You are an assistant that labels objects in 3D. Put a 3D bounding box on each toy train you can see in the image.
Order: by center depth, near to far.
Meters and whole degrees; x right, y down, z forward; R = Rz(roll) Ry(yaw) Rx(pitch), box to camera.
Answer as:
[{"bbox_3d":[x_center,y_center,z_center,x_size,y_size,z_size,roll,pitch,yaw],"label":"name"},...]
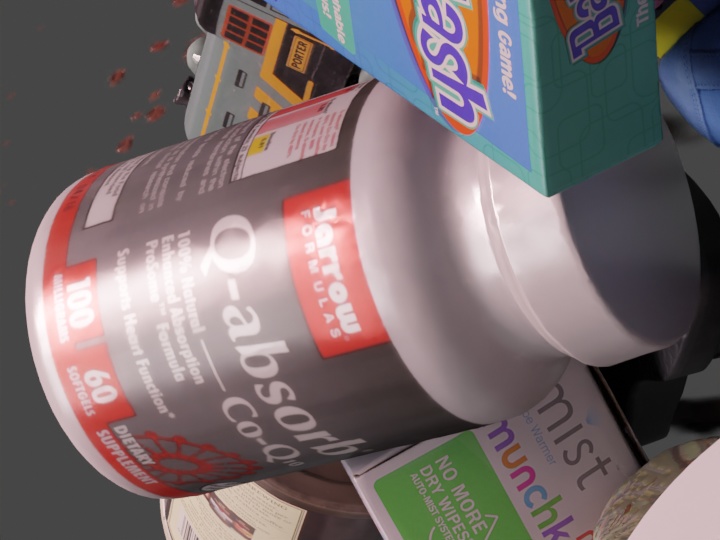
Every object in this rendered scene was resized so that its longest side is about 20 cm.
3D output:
[{"bbox_3d":[-0.008,-0.076,0.906,0.113,0.086,0.200,26,155,1],"label":"toy train"}]

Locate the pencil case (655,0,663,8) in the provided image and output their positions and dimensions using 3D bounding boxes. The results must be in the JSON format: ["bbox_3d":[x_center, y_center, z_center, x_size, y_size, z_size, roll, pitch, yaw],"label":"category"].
[{"bbox_3d":[0.078,-0.129,0.721,0.200,0.086,0.083,131,120,-70],"label":"pencil case"}]

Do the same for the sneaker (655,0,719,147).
[{"bbox_3d":[0.139,-0.072,0.667,0.079,0.066,0.200,54,162,3],"label":"sneaker"}]

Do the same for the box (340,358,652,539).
[{"bbox_3d":[0.065,0.103,0.935,0.201,0.096,0.177,61,178,-20],"label":"box"}]

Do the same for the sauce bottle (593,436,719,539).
[{"bbox_3d":[0.152,0.148,0.841,0.201,0.065,0.065,56,166,-19],"label":"sauce bottle"}]

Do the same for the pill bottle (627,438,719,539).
[{"bbox_3d":[0.153,0.126,0.598,0.200,0.112,0.112,45,166,-13],"label":"pill bottle"}]

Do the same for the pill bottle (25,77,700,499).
[{"bbox_3d":[0.000,0.000,0.805,0.199,0.116,0.117,-16,100,31],"label":"pill bottle"}]

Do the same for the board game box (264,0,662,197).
[{"bbox_3d":[0.004,-0.131,0.706,0.200,0.045,0.153,38,145,45],"label":"board game box"}]

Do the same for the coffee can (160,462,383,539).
[{"bbox_3d":[-0.013,0.071,1.133,0.147,0.146,0.200,60,161,17],"label":"coffee can"}]

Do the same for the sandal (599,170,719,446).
[{"bbox_3d":[0.108,0.008,0.894,0.200,0.043,0.077,96,155,-74],"label":"sandal"}]
